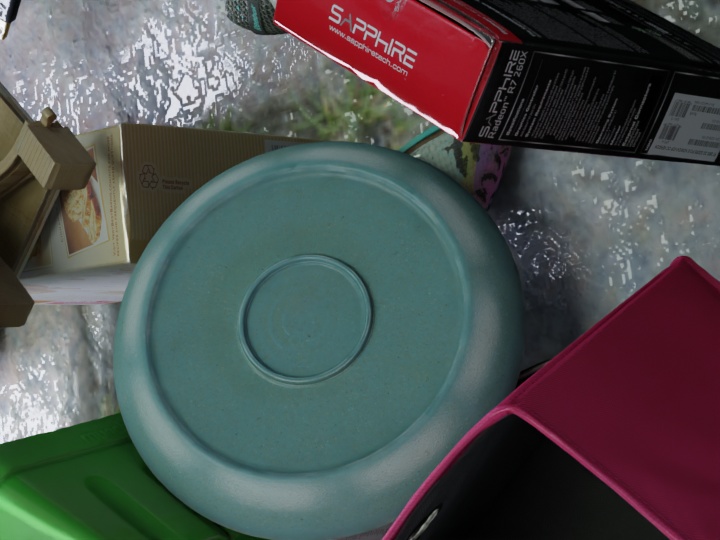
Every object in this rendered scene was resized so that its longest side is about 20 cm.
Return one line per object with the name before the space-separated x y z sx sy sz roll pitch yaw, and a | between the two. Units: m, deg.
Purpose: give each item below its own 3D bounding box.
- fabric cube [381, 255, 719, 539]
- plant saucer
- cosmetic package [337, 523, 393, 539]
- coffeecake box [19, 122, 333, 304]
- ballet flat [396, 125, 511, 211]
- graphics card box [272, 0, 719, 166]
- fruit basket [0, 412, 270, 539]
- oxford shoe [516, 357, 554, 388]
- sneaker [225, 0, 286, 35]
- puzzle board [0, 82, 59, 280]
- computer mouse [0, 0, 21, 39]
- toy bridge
fabric cube | 0.118 0.146 0.940 0.200 0.199 0.196 40 120 10
plant saucer | -0.023 0.026 1.088 0.200 0.027 0.200 -5 67 11
cosmetic package | -0.041 0.137 1.224 0.102 0.074 0.200 28 111 41
coffeecake box | -0.133 -0.026 1.255 0.200 0.153 0.073 -9 83 43
ballet flat | 0.000 0.000 1.151 0.200 0.069 0.071 -32 55 10
graphics card box | 0.074 -0.096 1.024 0.125 0.200 0.051 34 113 37
fruit basket | -0.153 0.138 1.143 0.216 0.215 0.156 29 110 40
oxford shoe | 0.138 0.058 1.048 0.200 0.072 0.071 -21 76 42
sneaker | -0.048 -0.216 1.233 0.091 0.078 0.200 -14 73 56
puzzle board | -0.230 -0.052 1.232 0.200 0.017 0.151 47 122 34
computer mouse | -0.228 -0.179 1.405 0.200 0.046 0.141 -56 44 37
toy bridge | -0.190 0.001 1.161 0.067 0.027 0.200 49 123 34
